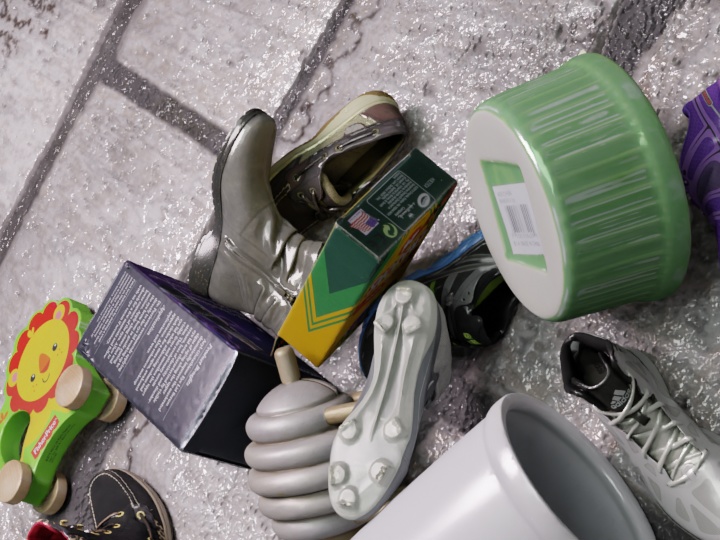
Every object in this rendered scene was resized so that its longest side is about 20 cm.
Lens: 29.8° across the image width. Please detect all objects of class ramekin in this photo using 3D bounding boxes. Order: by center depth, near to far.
[{"bbox_3d":[0.159,-0.058,1.040,0.097,0.200,0.200,-19,53,-12],"label":"ramekin"}]

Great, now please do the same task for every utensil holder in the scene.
[{"bbox_3d":[0.096,0.221,1.022,0.200,0.170,0.170,-45,51,20],"label":"utensil holder"}]

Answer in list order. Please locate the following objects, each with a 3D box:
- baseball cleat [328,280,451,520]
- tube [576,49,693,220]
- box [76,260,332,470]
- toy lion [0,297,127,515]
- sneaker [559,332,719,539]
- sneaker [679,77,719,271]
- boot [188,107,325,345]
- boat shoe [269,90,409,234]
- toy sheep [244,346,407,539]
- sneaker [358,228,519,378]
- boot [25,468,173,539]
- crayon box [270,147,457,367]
[{"bbox_3d":[0.035,0.112,1.093,0.070,0.106,0.200,10,73,30],"label":"baseball cleat"},{"bbox_3d":[0.208,-0.101,1.133,0.058,0.052,0.200,-19,50,-13],"label":"tube"},{"bbox_3d":[-0.147,0.094,1.278,0.200,0.148,0.104,33,95,40],"label":"box"},{"bbox_3d":[-0.346,0.136,1.486,0.200,0.069,0.192,-57,42,8],"label":"toy lion"},{"bbox_3d":[0.209,0.123,0.998,0.076,0.115,0.201,-48,51,14],"label":"sneaker"},{"bbox_3d":[0.288,-0.057,1.044,0.083,0.081,0.200,-29,47,43],"label":"sneaker"},{"bbox_3d":[-0.077,-0.041,1.266,0.130,0.068,0.200,23,108,24],"label":"boot"},{"bbox_3d":[-0.035,-0.087,1.301,0.200,0.073,0.065,-46,41,16],"label":"boat shoe"},{"bbox_3d":[-0.036,0.162,1.171,0.138,0.138,0.201,-13,91,35],"label":"toy sheep"},{"bbox_3d":[0.077,0.038,1.167,0.199,0.071,0.083,-38,48,19],"label":"sneaker"},{"bbox_3d":[-0.253,0.261,1.296,0.073,0.150,0.200,-44,52,18],"label":"boot"},{"bbox_3d":[0.000,0.000,1.174,0.051,0.127,0.200,39,140,7],"label":"crayon box"}]
